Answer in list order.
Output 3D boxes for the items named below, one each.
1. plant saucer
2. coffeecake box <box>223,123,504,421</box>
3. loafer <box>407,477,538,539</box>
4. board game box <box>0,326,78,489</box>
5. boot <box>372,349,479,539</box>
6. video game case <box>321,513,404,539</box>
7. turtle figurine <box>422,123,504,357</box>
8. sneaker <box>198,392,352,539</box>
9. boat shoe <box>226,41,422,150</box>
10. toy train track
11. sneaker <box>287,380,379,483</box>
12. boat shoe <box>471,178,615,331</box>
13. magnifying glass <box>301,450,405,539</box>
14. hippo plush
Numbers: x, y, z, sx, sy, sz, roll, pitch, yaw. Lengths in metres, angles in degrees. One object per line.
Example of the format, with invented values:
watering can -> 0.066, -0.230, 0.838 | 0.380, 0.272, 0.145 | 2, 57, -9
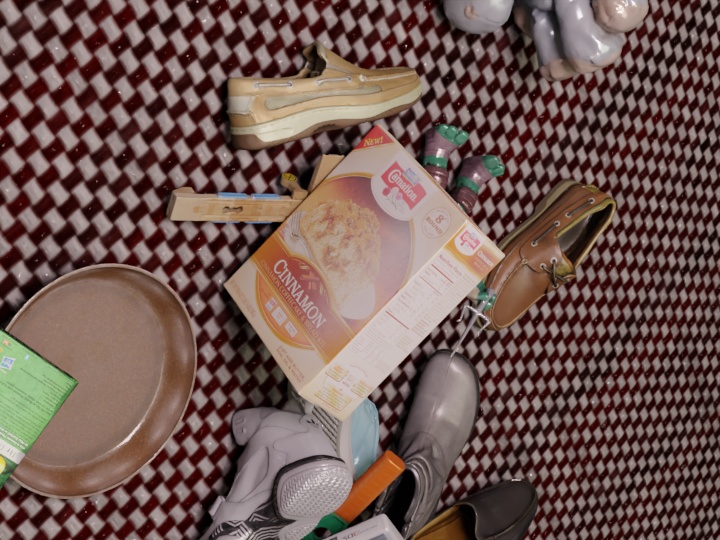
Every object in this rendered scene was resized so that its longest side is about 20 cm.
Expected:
plant saucer -> -0.226, 0.088, 1.107 | 0.199, 0.032, 0.202 | -17, 117, -37
coffeecake box -> 0.000, 0.000, 1.152 | 0.200, 0.154, 0.073 | -46, 138, 6
loafer -> 0.122, 0.280, 1.454 | 0.199, 0.073, 0.073 | -32, 144, -31
board game box -> -0.317, 0.072, 0.994 | 0.200, 0.023, 0.105 | 42, 79, -32
boot -> 0.063, 0.185, 1.332 | 0.132, 0.069, 0.202 | -17, 120, -74
video game case -> -0.024, 0.319, 1.292 | 0.180, 0.023, 0.201 | -25, 139, 6
turtle figurine -> 0.075, -0.029, 1.291 | 0.150, 0.100, 0.202 | 42, 60, -57
sneaker -> -0.097, 0.202, 1.240 | 0.200, 0.116, 0.075 | -41, 138, 22
boat shoe -> -0.028, -0.163, 1.172 | 0.199, 0.071, 0.077 | -20, 107, -36
toy train track -> -0.082, -0.061, 1.182 | 0.198, 0.033, 0.116 | -1, 126, -35
sneaker -> -0.019, 0.135, 1.295 | 0.082, 0.073, 0.202 | -32, 130, -50
boat shoe -> 0.196, -0.015, 1.426 | 0.201, 0.068, 0.072 | -54, 134, -12
magnifying glass -> -0.032, 0.245, 1.278 | 0.079, 0.022, 0.200 | 38, 111, -14
hippo plush -> 0.166, -0.275, 1.241 | 0.159, 0.160, 0.202 | 2, 123, -31
